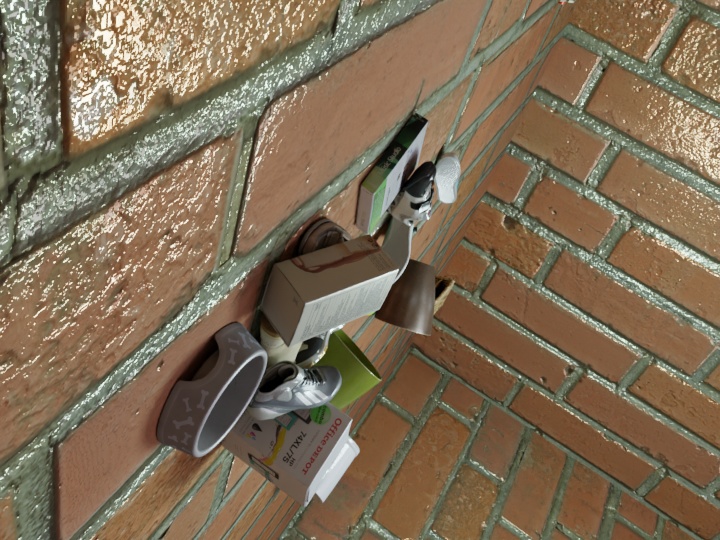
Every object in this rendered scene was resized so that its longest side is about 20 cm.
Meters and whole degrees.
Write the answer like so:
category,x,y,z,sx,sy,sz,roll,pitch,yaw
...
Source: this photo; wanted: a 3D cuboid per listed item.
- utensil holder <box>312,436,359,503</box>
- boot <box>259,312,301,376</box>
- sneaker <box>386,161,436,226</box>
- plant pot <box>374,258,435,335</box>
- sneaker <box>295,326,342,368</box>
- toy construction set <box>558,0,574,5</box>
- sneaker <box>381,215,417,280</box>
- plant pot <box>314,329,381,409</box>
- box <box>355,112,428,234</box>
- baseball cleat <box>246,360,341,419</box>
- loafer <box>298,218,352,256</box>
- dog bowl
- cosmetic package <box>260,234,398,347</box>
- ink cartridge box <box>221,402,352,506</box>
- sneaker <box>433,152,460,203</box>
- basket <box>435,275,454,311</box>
category,x,y,z,sx,sy,sz,roll,pitch,yaw
utensil holder,-0.124,0.612,2.224,0.201,0.168,0.171,-51,167,-26
boot,-0.110,0.094,1.180,0.200,0.072,0.158,-46,162,-46
sneaker,0.123,-0.151,1.415,0.075,0.088,0.200,-52,-176,-25
plant pot,0.156,0.072,2.124,0.187,0.182,0.205,9,98,-78
sneaker,-0.093,0.101,1.287,0.201,0.074,0.089,-54,127,-42
toy construction set,0.528,-0.783,1.770,0.131,0.090,0.204,-46,152,-49
sneaker,0.087,-0.051,1.621,0.118,0.072,0.205,76,31,-76
plant pot,-0.088,0.224,1.422,0.200,0.188,0.187,-43,169,1
box,0.059,-0.184,1.325,0.202,0.036,0.145,-56,169,-26
baseball cleat,-0.097,0.189,1.155,0.197,0.070,0.108,-18,147,-42
loafer,-0.043,-0.041,1.158,0.073,0.062,0.200,-61,169,10
dog bowl,-0.207,0.178,1.003,0.202,0.058,0.201,-56,168,-19
cosmetic package,-0.047,0.027,1.082,0.197,0.088,0.105,-19,147,-41
ink cartridge box,-0.135,0.295,1.256,0.148,0.197,0.147,-52,168,-28
sneaker,0.228,-0.264,1.839,0.201,0.072,0.084,86,7,-63
basket,0.219,0.087,2.453,0.200,0.142,0.151,-41,162,-43
